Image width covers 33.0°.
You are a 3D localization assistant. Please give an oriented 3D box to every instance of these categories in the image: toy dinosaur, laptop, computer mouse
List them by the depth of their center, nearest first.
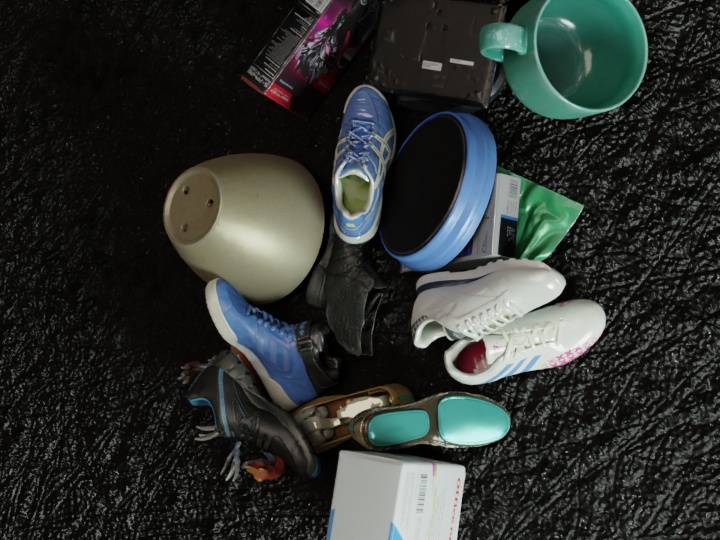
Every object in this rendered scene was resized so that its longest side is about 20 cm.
[{"bbox_3d":[0.120,-0.309,1.529,0.177,0.103,0.201,14,96,30],"label":"laptop"},{"bbox_3d":[0.100,-0.247,1.548,0.199,0.053,0.139,12,74,30],"label":"computer mouse"},{"bbox_3d":[-0.148,0.176,1.550,0.181,0.105,0.200,35,94,22],"label":"toy dinosaur"}]

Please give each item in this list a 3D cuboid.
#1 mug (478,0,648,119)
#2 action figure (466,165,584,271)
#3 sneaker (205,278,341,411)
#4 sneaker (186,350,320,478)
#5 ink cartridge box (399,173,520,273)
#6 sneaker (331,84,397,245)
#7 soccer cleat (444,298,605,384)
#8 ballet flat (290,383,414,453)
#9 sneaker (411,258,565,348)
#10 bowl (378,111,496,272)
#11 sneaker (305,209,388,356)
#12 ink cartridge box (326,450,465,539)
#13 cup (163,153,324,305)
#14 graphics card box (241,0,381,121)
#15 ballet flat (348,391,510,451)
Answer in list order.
[{"bbox_3d":[0.232,-0.265,1.429,0.185,0.114,0.152,38,77,-16],"label":"mug"},{"bbox_3d":[0.177,-0.012,1.473,0.118,0.055,0.201,28,99,23],"label":"action figure"},{"bbox_3d":[-0.101,0.075,1.524,0.111,0.077,0.200,-29,105,19],"label":"sneaker"},{"bbox_3d":[-0.129,0.192,1.492,0.082,0.073,0.200,-41,66,-14],"label":"sneaker"},{"bbox_3d":[0.119,-0.052,1.477,0.200,0.039,0.100,-10,72,58],"label":"ink cartridge box"},{"bbox_3d":[0.005,-0.135,1.497,0.075,0.077,0.201,2,79,4],"label":"sneaker"},{"bbox_3d":[0.191,0.087,1.432,0.199,0.086,0.070,-23,73,17],"label":"soccer cleat"},{"bbox_3d":[-0.031,0.183,1.521,0.199,0.063,0.069,-23,73,18],"label":"ballet flat"},{"bbox_3d":[0.147,0.042,1.406,0.199,0.076,0.081,-15,47,38],"label":"sneaker"},{"bbox_3d":[0.087,-0.098,1.469,0.201,0.039,0.201,-39,42,45],"label":"bowl"},{"bbox_3d":[-0.001,0.000,1.545,0.104,0.060,0.201,23,96,26],"label":"sneaker"},{"bbox_3d":[0.042,0.287,1.401,0.084,0.200,0.145,6,83,27],"label":"ink cartridge box"},{"bbox_3d":[-0.166,-0.065,1.553,0.200,0.143,0.201,-9,75,35],"label":"cup"},{"bbox_3d":[-0.054,-0.300,1.578,0.051,0.125,0.200,40,97,26],"label":"graphics card box"},{"bbox_3d":[0.078,0.178,1.452,0.199,0.075,0.068,-2,92,-22],"label":"ballet flat"}]
